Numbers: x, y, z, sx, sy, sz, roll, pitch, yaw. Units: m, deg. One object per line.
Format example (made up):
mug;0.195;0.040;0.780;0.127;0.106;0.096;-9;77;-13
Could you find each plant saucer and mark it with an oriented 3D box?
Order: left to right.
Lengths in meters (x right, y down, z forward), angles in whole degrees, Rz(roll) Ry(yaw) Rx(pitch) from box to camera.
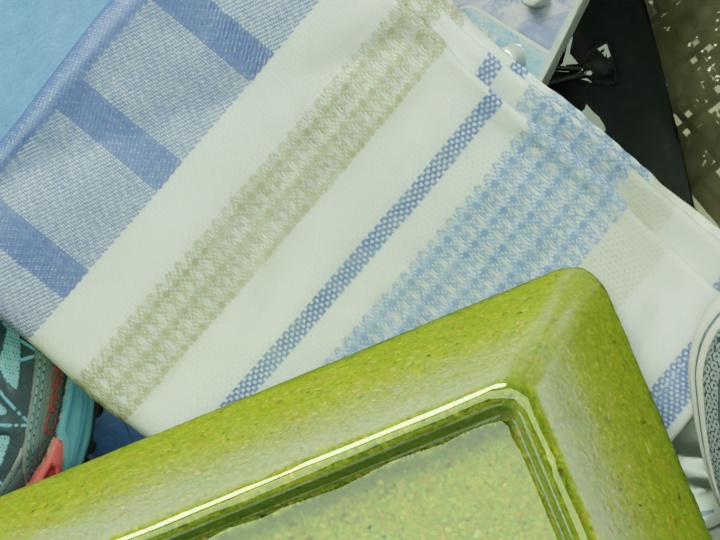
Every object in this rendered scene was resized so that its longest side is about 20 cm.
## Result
plant saucer;0.004;0.119;0.728;0.200;0.048;0.200;-22;76;0

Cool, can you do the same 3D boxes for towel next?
towel;0.000;0.000;0.781;0.200;0.024;0.147;39;95;-11

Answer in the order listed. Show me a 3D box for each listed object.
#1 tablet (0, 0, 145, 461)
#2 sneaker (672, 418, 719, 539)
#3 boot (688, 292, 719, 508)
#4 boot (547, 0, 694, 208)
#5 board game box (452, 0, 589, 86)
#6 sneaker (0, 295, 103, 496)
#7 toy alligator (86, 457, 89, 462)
tablet;-0.069;-0.052;0.840;0.130;0.014;0.200;-28;85;30
sneaker;0.048;0.075;0.840;0.200;0.075;0.087;3;87;10
boot;0.141;0.097;0.741;0.073;0.090;0.200;-26;94;16
boot;0.007;-0.068;0.873;0.165;0.066;0.200;-12;85;9
board game box;-0.029;-0.106;0.830;0.200;0.026;0.200;35;114;21
sneaker;-0.148;0.066;0.807;0.079;0.096;0.200;44;111;26
toy alligator;-0.119;0.030;0.878;0.059;0.054;0.200;-13;80;6
